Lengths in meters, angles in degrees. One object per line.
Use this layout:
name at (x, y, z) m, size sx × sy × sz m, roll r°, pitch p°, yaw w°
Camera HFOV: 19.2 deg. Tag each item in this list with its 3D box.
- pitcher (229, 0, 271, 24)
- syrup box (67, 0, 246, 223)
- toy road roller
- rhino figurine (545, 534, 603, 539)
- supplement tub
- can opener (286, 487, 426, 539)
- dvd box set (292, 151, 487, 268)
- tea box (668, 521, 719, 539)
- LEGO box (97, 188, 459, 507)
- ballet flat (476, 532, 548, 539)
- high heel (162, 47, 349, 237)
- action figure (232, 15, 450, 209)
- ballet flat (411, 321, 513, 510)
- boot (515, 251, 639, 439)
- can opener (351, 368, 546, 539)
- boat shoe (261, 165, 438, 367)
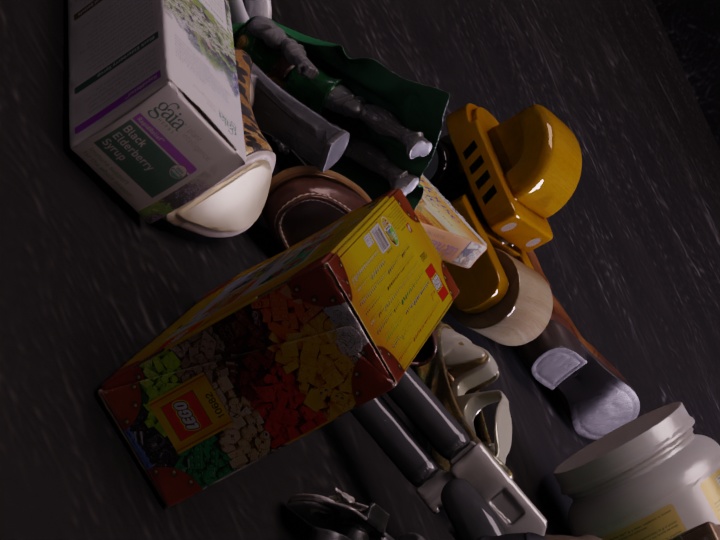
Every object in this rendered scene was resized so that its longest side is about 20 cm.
pitcher at (-0.106, -0.277, 1.584) m, size 0.200 × 0.121 × 0.172 m, roll 49°, pitch 33°, yaw -66°
syrup box at (-0.129, -0.132, 1.320) m, size 0.079 × 0.081 × 0.200 m, roll 45°, pitch 24°, yaw -36°
toy road roller at (0.126, -0.052, 1.807) m, size 0.123 × 0.146 × 0.201 m, roll 26°, pitch 38°, yaw -61°
rhino figurine at (0.120, 0.214, 1.470) m, size 0.200 × 0.087 × 0.060 m, roll 17°, pitch 44°, yaw -59°
supplement tub at (0.260, 0.226, 1.754) m, size 0.201 × 0.145 × 0.145 m, roll 61°, pitch 17°, yaw 1°
can opener at (0.018, 0.190, 1.310) m, size 0.200 × 0.052 × 0.067 m, roll 40°, pitch 61°, yaw -46°
dvd box set at (0.012, -0.070, 1.642) m, size 0.146 × 0.029 × 0.200 m, roll 48°, pitch 12°, yaw 21°
tea box at (0.208, 0.277, 1.440) m, size 0.200 × 0.196 × 0.134 m, roll 24°, pitch 40°, yaw -63°
LEGO box at (-0.040, 0.038, 1.195) m, size 0.077 × 0.149 × 0.200 m, roll 59°, pitch 18°, yaw -5°
ballet flat at (0.052, 0.232, 1.259) m, size 0.073 × 0.073 × 0.200 m, roll 53°, pitch 51°, yaw -23°
high heel at (-0.113, -0.091, 1.391) m, size 0.142 × 0.072 × 0.200 m, roll 34°, pitch 32°, yaw 17°
action figure at (-0.037, -0.123, 1.515) m, size 0.200 × 0.118 × 0.055 m, roll 34°, pitch 33°, yaw 22°
ballet flat at (0.076, 0.095, 1.573) m, size 0.071 × 0.071 × 0.200 m, roll 47°, pitch 22°, yaw -38°
boot at (0.172, 0.047, 1.964) m, size 0.188 × 0.068 × 0.200 m, roll 33°, pitch 24°, yaw -42°
can opener at (0.045, 0.113, 1.377) m, size 0.200 × 0.053 × 0.066 m, roll 50°, pitch -4°, yaw 10°
boat shoe at (0.000, 0.000, 1.495) m, size 0.200 × 0.070 × 0.071 m, roll 42°, pitch 21°, yaw -47°
